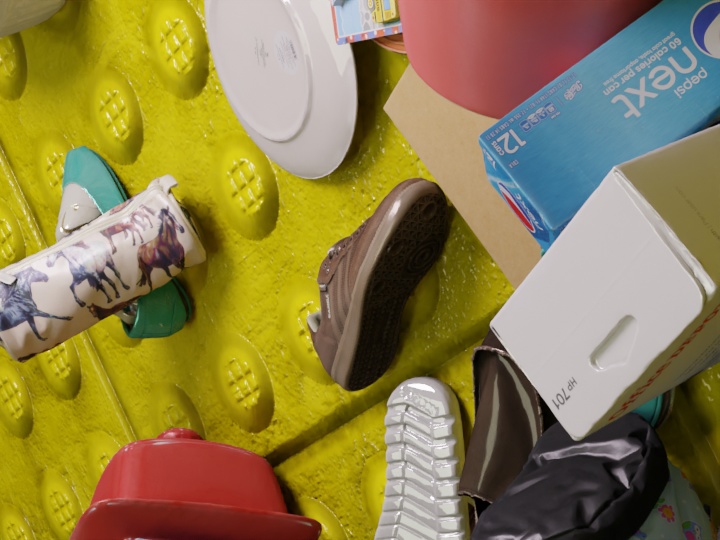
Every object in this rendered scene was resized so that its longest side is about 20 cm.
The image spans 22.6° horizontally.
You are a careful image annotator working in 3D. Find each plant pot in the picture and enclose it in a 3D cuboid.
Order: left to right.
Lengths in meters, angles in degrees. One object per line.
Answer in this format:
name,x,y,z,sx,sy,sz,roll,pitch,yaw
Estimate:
plant pot,0.101,-0.194,1.008,0.200,0.200,0.178,40,144,32

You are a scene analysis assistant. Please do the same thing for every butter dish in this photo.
butter dish,-0.152,0.202,1.520,0.200,0.199,0.149,121,151,-48

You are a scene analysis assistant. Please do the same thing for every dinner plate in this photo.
dinner plate,-0.067,-0.162,1.329,0.200,0.024,0.201,35,136,42

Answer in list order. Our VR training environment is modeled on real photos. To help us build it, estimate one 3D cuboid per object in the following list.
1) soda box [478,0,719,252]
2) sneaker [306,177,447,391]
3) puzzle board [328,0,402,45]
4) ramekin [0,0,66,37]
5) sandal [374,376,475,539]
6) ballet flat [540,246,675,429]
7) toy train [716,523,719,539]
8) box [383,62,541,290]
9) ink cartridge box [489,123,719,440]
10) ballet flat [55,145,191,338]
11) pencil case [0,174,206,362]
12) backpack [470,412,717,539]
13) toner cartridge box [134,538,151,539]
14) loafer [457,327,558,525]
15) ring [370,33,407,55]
soda box,0.162,-0.093,0.955,0.068,0.200,0.064,53,177,19
sneaker,0.000,0.000,1.300,0.076,0.070,0.201,47,137,28
puzzle board,0.007,-0.254,1.172,0.150,0.017,0.201,0,99,58
ramekin,-0.324,-0.292,1.537,0.200,0.105,0.201,25,125,43
sandal,0.055,0.178,1.336,0.082,0.050,0.204,11,102,32
ballet flat,0.162,0.023,1.104,0.071,0.071,0.200,29,157,40
toy train,0.262,0.098,0.986,0.087,0.114,0.201,31,129,38
box,0.105,-0.085,1.170,0.200,0.021,0.164,55,140,19
ink cartridge box,0.187,-0.009,0.958,0.086,0.199,0.147,55,140,18
ballet flat,-0.222,-0.024,1.561,0.201,0.070,0.067,56,141,18
pencil case,-0.222,-0.003,1.482,0.090,0.199,0.078,59,-178,-47
backpack,0.162,0.208,1.123,0.126,0.167,0.201,-2,120,46
toner cartridge box,-0.102,0.267,1.449,0.095,0.199,0.043,127,148,-46
loafer,0.104,0.136,1.231,0.073,0.071,0.201,10,114,48
ring,0.028,-0.242,1.178,0.200,0.019,0.202,25,120,52
